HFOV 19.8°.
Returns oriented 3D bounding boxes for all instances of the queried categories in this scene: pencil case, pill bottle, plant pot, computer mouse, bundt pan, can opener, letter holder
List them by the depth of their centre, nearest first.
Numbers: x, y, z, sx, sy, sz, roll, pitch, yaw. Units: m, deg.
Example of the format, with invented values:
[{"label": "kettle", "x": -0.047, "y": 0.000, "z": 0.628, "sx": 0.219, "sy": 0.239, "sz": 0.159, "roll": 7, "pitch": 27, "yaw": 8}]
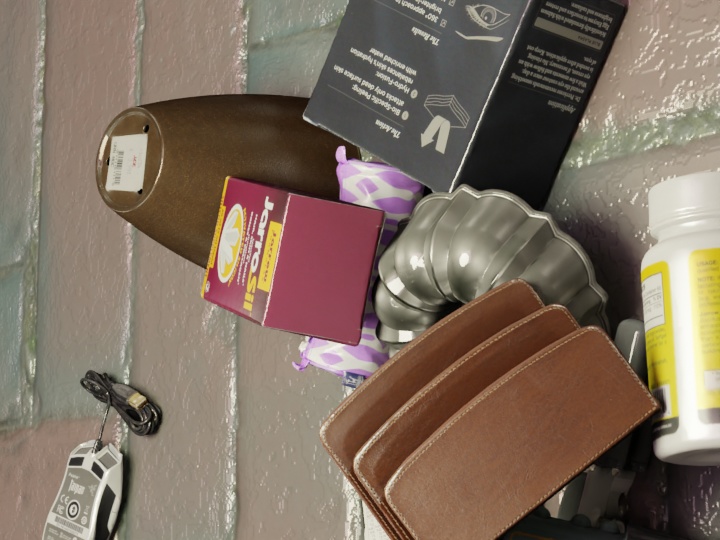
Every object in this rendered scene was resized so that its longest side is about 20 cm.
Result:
[{"label": "letter holder", "x": 0.087, "y": 0.105, "z": 1.479, "sx": 0.142, "sy": 0.200, "sz": 0.101, "roll": 54, "pitch": 168, "yaw": -1}, {"label": "pill bottle", "x": 0.263, "y": 0.036, "z": 1.498, "sx": 0.114, "sy": 0.114, "sz": 0.201, "roll": -13, "pitch": 73, "yaw": 42}, {"label": "can opener", "x": 0.191, "y": 0.135, "z": 1.592, "sx": 0.066, "sy": 0.052, "sz": 0.201, "roll": 20, "pitch": 96, "yaw": 45}, {"label": "bundt pan", "x": 0.092, "y": 0.039, "z": 1.620, "sx": 0.201, "sy": 0.076, "sz": 0.203, "roll": 18, "pitch": 128, "yaw": 25}, {"label": "pencil case", "x": 0.000, "y": 0.000, "z": 1.783, "sx": 0.084, "sy": 0.085, "sz": 0.201, "roll": 176, "pitch": 106, "yaw": -80}, {"label": "plant pot", "x": -0.133, "y": -0.082, "z": 1.850, "sx": 0.186, "sy": 0.199, "sz": 0.188, "roll": -10, "pitch": 76, "yaw": 43}, {"label": "computer mouse", "x": -0.260, "y": 0.206, "z": 2.032, "sx": 0.109, "sy": 0.044, "sz": 0.201, "roll": 18, "pitch": 89, "yaw": 40}]

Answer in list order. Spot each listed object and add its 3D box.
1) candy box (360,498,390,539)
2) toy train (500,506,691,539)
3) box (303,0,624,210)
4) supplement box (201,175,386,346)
[{"label": "candy box", "x": 0.074, "y": 0.225, "z": 1.627, "sx": 0.061, "sy": 0.136, "sz": 0.201, "roll": -27, "pitch": 64, "yaw": 50}, {"label": "toy train", "x": 0.159, "y": 0.238, "z": 1.536, "sx": 0.199, "sy": 0.085, "sz": 0.115, "roll": 12, "pitch": 92, "yaw": 9}, {"label": "box", "x": 0.083, "y": -0.173, "z": 1.712, "sx": 0.196, "sy": 0.117, "sz": 0.201, "roll": 33, "pitch": 104, "yaw": 43}, {"label": "supplement box", "x": -0.059, "y": -0.011, "z": 1.694, "sx": 0.200, "sy": 0.085, "sz": 0.111, "roll": -162, "pitch": 84, "yaw": -71}]
